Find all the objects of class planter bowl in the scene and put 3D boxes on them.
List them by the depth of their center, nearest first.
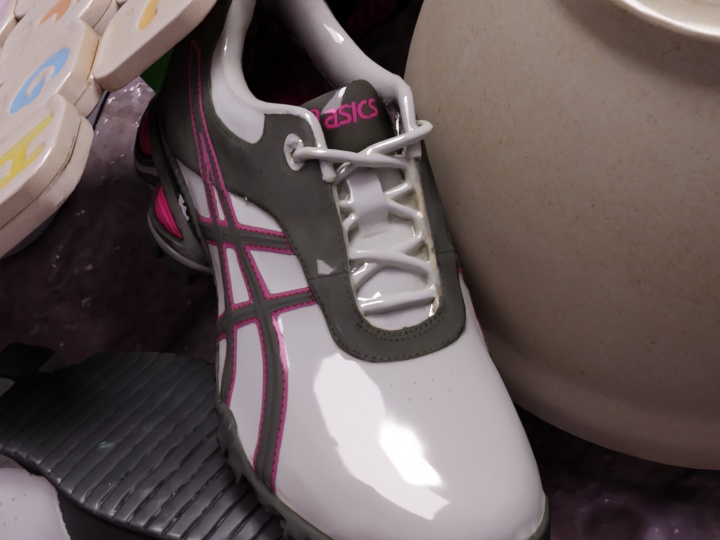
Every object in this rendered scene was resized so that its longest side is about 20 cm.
[{"bbox_3d":[0.106,-0.065,0.833,0.200,0.135,0.201,-1,52,1],"label":"planter bowl"}]

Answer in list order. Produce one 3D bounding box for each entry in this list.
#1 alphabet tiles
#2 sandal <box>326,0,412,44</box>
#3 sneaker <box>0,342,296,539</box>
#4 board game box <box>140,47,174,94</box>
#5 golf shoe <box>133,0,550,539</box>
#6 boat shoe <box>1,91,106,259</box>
[{"bbox_3d":[-0.106,-0.058,0.896,0.195,0.015,0.200,-37,25,28],"label":"alphabet tiles"},{"bbox_3d":[0.007,-0.101,0.998,0.200,0.045,0.075,-13,31,35],"label":"sandal"},{"bbox_3d":[-0.081,0.074,0.878,0.200,0.089,0.074,11,35,37],"label":"sneaker"},{"bbox_3d":[0.013,-0.151,0.920,0.200,0.040,0.153,-37,20,25],"label":"board game box"},{"bbox_3d":[-0.007,0.000,0.810,0.077,0.088,0.200,-13,53,-25],"label":"golf shoe"},{"bbox_3d":[-0.116,-0.099,1.048,0.073,0.065,0.200,-6,51,21],"label":"boat shoe"}]
